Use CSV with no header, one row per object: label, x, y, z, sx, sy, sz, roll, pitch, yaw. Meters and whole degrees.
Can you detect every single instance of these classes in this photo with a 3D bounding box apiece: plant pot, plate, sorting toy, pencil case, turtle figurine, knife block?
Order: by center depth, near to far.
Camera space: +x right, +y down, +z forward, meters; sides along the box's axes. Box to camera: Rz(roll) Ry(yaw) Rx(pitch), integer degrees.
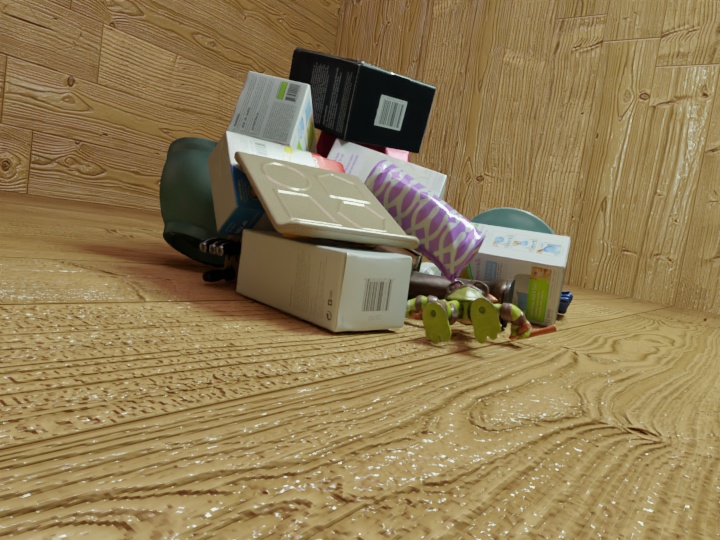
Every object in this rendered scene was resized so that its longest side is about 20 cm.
turtle figurine,0.133,0.046,0.613,0.193,0.067,0.161,11,5,16
sorting toy,-0.046,-0.079,0.637,0.180,0.037,0.201,6,29,-34
pencil case,0.080,-0.070,0.743,0.198,0.086,0.085,37,-27,16
knife block,-0.162,-0.017,0.762,0.170,0.067,0.198,8,6,-32
plant pot,-0.234,-0.091,0.843,0.193,0.139,0.201,14,-20,5
plate,0.261,-0.013,0.950,0.193,0.207,0.026,12,35,24

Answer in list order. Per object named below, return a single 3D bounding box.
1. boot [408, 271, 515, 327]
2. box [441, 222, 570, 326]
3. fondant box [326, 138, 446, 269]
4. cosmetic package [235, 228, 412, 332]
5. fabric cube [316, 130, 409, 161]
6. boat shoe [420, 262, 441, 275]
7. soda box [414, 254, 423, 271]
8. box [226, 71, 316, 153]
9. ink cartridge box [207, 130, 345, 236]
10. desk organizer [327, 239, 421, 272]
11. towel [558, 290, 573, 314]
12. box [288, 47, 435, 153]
boot,0.125,0.030,0.791,0.193,0.067,0.186,14,-8,12
box,0.238,0.001,0.888,0.193,0.116,0.102,12,33,23
fondant box,0.024,-0.109,0.842,0.193,0.148,0.059,19,-25,10
cosmetic package,-0.048,0.006,0.613,0.110,0.085,0.196,3,9,-45
fabric cube,-0.019,-0.126,1.080,0.189,0.207,0.200,8,-23,-15
boat shoe,0.179,0.015,1.061,0.063,0.077,0.198,20,14,36
soda box,0.013,-0.060,0.886,0.192,0.070,0.065,12,-28,5
box,-0.135,-0.200,0.869,0.097,0.116,0.201,13,-21,5
ink cartridge box,-0.105,-0.107,0.741,0.195,0.120,0.067,6,-30,-40
desk organizer,0.000,0.000,0.777,0.070,0.079,0.198,26,-11,-22
towel,0.314,0.046,1.049,0.193,0.025,0.145,13,-10,21
box,-0.004,-0.307,0.963,0.195,0.128,0.195,-2,26,-43
